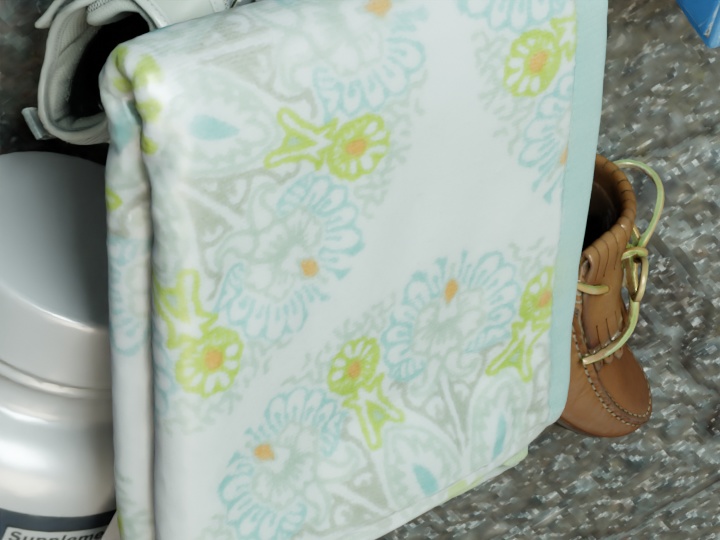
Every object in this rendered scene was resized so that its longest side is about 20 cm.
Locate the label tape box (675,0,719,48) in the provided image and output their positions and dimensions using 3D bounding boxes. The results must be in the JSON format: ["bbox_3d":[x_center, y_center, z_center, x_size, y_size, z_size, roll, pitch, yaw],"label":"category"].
[{"bbox_3d":[0.192,-0.159,0.763,0.199,0.063,0.145,-15,145,-19],"label":"label tape box"}]

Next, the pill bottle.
[{"bbox_3d":[-0.130,0.062,0.872,0.119,0.120,0.201,9,127,-25],"label":"pill bottle"}]

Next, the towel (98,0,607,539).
[{"bbox_3d":[0.000,0.000,0.784,0.171,0.048,0.201,-23,128,-35],"label":"towel"}]

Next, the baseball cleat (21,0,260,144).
[{"bbox_3d":[-0.022,-0.100,0.768,0.200,0.106,0.070,-43,86,21],"label":"baseball cleat"}]

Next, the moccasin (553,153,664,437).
[{"bbox_3d":[0.072,-0.016,0.905,0.077,0.074,0.202,-19,125,11],"label":"moccasin"}]

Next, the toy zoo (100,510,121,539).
[{"bbox_3d":[-0.051,0.078,0.875,0.201,0.020,0.131,-61,165,4],"label":"toy zoo"}]
